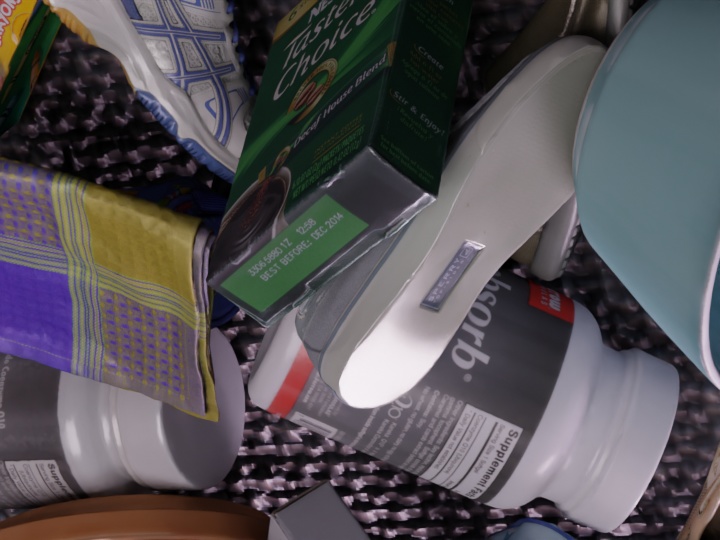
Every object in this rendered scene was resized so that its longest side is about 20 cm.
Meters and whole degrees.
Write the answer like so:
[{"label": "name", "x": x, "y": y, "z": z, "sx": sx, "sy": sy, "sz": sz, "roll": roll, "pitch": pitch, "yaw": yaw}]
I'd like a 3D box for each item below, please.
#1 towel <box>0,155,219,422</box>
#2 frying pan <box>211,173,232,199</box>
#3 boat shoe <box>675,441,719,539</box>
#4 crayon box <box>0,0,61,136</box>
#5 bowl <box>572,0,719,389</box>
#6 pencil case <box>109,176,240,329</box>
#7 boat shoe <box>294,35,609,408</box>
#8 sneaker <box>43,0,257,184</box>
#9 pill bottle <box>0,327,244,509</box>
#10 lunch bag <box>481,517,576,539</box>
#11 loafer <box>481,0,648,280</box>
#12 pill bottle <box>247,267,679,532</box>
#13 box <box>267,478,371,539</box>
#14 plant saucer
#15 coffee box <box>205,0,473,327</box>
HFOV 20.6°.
[{"label": "towel", "x": -0.162, "y": 0.003, "z": 1.020, "sx": 0.199, "sy": 0.023, "sz": 0.144, "roll": 18, "pitch": 138, "yaw": 12}, {"label": "frying pan", "x": -0.013, "y": 0.006, "z": 1.086, "sx": 0.115, "sy": 0.031, "sz": 0.190, "roll": -29, "pitch": 100, "yaw": 35}, {"label": "boat shoe", "x": 0.195, "y": 0.161, "z": 1.052, "sx": 0.071, "sy": 0.065, "sz": 0.201, "roll": 15, "pitch": 123, "yaw": 16}, {"label": "crayon box", "x": -0.212, "y": -0.171, "z": 1.057, "sx": 0.119, "sy": 0.058, "sz": 0.200, "roll": 34, "pitch": 126, "yaw": 3}, {"label": "bowl", "x": 0.169, "y": -0.057, "z": 0.881, "sx": 0.105, "sy": 0.200, "sz": 0.201, "roll": 30, "pitch": 129, "yaw": 32}, {"label": "pencil case", "x": -0.155, "y": -0.012, "z": 1.095, "sx": 0.199, "sy": 0.078, "sz": 0.087, "roll": 2, "pitch": 92, "yaw": 35}, {"label": "boat shoe", "x": 0.036, "y": -0.033, "z": 0.906, "sx": 0.201, "sy": 0.070, "sz": 0.072, "roll": -53, "pitch": 48, "yaw": 10}, {"label": "sneaker", "x": -0.085, "y": -0.124, "z": 0.987, "sx": 0.088, "sy": 0.075, "sz": 0.200, "roll": -41, "pitch": 121, "yaw": 4}, {"label": "pill bottle", "x": -0.175, "y": 0.082, "z": 1.149, "sx": 0.199, "sy": 0.114, "sz": 0.114, "roll": -5, "pitch": 115, "yaw": 26}, {"label": "lunch bag", "x": 0.108, "y": 0.218, "z": 1.066, "sx": 0.161, "sy": 0.083, "sz": 0.200, "roll": 40, "pitch": 158, "yaw": -1}, {"label": "loafer", "x": 0.090, "y": -0.085, "z": 0.954, "sx": 0.069, "sy": 0.075, "sz": 0.201, "roll": 19, "pitch": 124, "yaw": 9}, {"label": "pill bottle", "x": 0.053, "y": 0.052, "z": 1.013, "sx": 0.199, "sy": 0.116, "sz": 0.116, "roll": 23, "pitch": 126, "yaw": -5}, {"label": "box", "x": 0.018, "y": 0.226, "z": 1.067, "sx": 0.200, "sy": 0.041, "sz": 0.156, "roll": 53, "pitch": 160, "yaw": 20}, {"label": "plant saucer", "x": -0.134, "y": 0.165, "z": 1.157, "sx": 0.200, "sy": 0.200, "sz": 0.032, "roll": -16, "pitch": 67, "yaw": 31}, {"label": "coffee box", "x": -0.006, "y": -0.079, "z": 0.926, "sx": 0.044, "sy": 0.200, "sz": 0.123, "roll": 36, "pitch": 131, "yaw": -21}]
